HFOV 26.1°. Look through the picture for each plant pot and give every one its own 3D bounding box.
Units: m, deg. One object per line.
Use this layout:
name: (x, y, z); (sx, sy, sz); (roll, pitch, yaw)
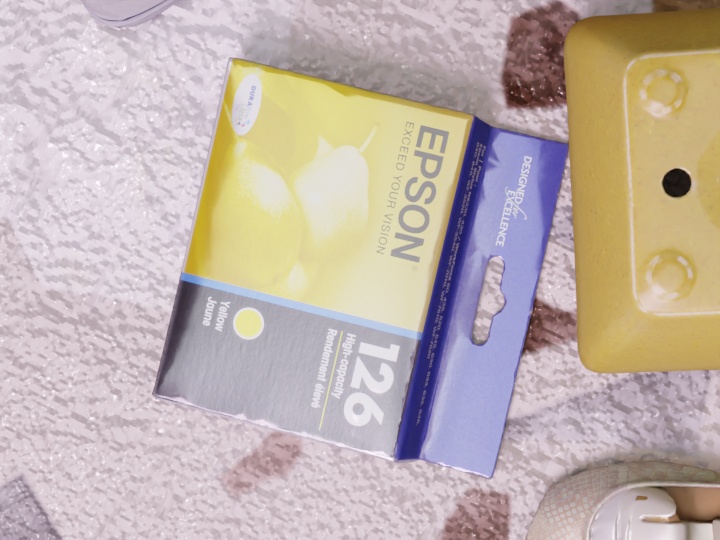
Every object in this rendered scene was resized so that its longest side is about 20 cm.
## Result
plant pot: (0.192, -0.040, 0.767); (0.192, 0.200, 0.198); (-3, 92, 13)

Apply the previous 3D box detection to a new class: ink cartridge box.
ink cartridge box: (0.000, 0.000, 0.876); (0.198, 0.047, 0.200); (13, 90, 8)

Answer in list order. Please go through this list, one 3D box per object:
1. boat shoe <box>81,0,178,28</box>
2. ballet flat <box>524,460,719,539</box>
boat shoe: (-0.077, -0.206, 0.872); (0.200, 0.067, 0.074); (-41, 86, 4)
ballet flat: (0.187, 0.138, 0.846); (0.197, 0.062, 0.068); (-4, 89, 6)
